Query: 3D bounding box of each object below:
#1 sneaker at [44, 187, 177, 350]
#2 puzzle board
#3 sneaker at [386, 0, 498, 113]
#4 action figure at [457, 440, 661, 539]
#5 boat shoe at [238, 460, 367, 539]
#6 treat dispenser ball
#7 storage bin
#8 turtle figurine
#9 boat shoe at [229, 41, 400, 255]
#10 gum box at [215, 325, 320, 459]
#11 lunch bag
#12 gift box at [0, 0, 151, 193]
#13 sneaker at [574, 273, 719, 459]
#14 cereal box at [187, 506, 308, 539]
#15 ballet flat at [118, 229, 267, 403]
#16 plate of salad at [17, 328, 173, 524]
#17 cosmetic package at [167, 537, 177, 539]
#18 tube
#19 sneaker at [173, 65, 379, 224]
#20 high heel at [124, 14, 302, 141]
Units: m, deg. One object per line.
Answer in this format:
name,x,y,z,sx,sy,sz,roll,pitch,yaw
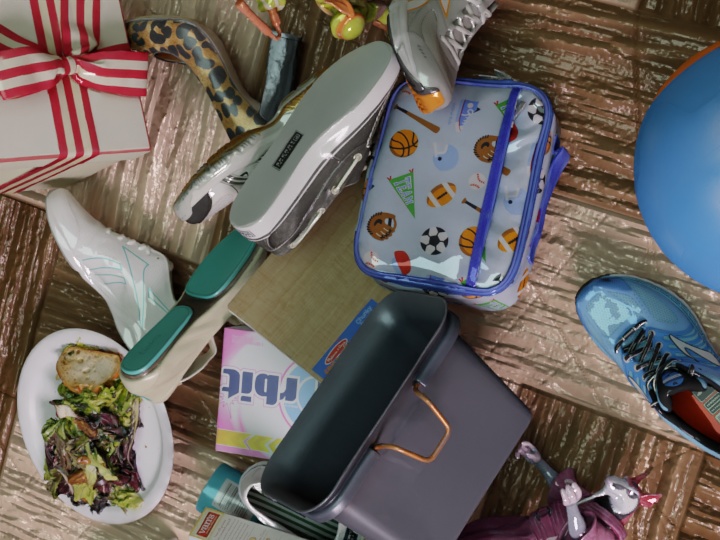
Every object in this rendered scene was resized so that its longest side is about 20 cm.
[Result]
sneaker,-0.227,-0.004,1.298,0.080,0.070,0.201,-37,91,3
puzzle board,0.000,0.000,1.185,0.151,0.017,0.200,36,81,23
sneaker,0.074,-0.215,1.119,0.092,0.076,0.201,-13,48,15
action figure,0.157,0.227,1.110,0.199,0.134,0.149,-22,100,11
boat shoe,-0.017,0.231,1.182,0.199,0.067,0.074,20,95,-1
treat dispenser ball,0.304,-0.078,0.999,0.200,0.201,0.202,1,92,23
storage bin,0.043,0.137,1.079,0.134,0.145,0.200,39,76,-23
turtle figurine,-0.034,-0.252,1.160,0.064,0.199,0.162,-52,48,36
boat shoe,-0.028,-0.102,1.136,0.200,0.064,0.071,-51,40,5
gum box,-0.026,0.116,1.215,0.199,0.066,0.114,6,93,22
lunch bag,0.087,-0.071,1.136,0.160,0.076,0.201,10,77,22
gift box,-0.318,-0.179,1.238,0.186,0.184,0.201,-14,92,48
sneaker,0.253,0.076,1.085,0.200,0.090,0.078,43,106,17
cereal box,-0.045,0.286,1.190,0.199,0.144,0.040,14,53,25
ballet flat,-0.143,0.043,1.251,0.069,0.070,0.200,36,72,18
plate of salad,-0.266,0.156,1.309,0.199,0.048,0.201,9,108,28
cosmetic package,-0.178,0.368,1.294,0.082,0.051,0.201,-31,80,21
tube,-0.057,0.250,1.245,0.199,0.050,0.078,30,110,11
sneaker,-0.070,-0.091,1.189,0.200,0.076,0.088,-36,107,2
high heel,-0.157,-0.161,1.260,0.199,0.071,0.143,11,94,17
